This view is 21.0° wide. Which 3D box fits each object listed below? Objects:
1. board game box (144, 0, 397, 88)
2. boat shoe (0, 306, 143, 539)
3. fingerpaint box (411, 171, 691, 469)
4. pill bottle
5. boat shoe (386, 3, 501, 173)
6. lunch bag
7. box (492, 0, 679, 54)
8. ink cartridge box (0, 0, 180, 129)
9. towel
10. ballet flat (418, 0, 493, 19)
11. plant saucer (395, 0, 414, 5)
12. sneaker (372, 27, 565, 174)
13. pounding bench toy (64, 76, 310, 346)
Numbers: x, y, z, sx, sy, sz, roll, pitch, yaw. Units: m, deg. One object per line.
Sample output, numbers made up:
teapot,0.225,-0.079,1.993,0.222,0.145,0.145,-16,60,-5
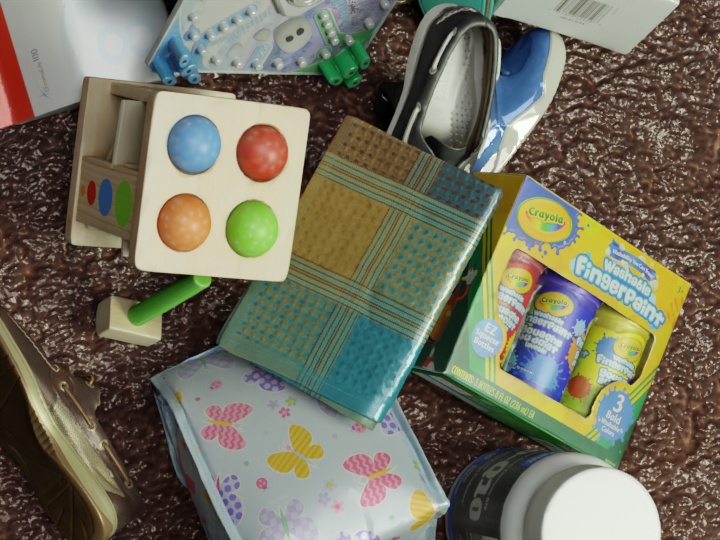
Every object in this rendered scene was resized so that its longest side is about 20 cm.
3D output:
board game box,-0.036,-0.210,1.434,0.199,0.200,0.026,-4,52,-40
boat shoe,-0.228,0.108,1.455,0.072,0.072,0.201,-29,83,-46
fingerpaint box,0.147,0.041,1.526,0.199,0.073,0.168,31,77,-32
pill bottle,0.146,0.194,1.481,0.113,0.200,0.115,1,86,-16
boat shoe,0.062,-0.100,1.469,0.073,0.060,0.202,11,100,-26
lunch bag,-0.049,0.139,1.466,0.168,0.127,0.201,-21,69,-16
box,0.188,-0.295,1.553,0.123,0.097,0.202,15,67,-15
ink cartridge box,-0.250,-0.198,1.470,0.198,0.047,0.162,-18,92,-19
towel,0.000,0.000,1.430,0.146,0.022,0.201,27,84,22
ballet flat,0.067,-0.270,1.511,0.071,0.067,0.201,-71,151,-41
plant saucer,0.007,-0.311,1.563,0.198,0.029,0.202,1,87,-16
sneaker,0.075,-0.133,1.545,0.111,0.077,0.201,37,84,-20
pounding bench toy,-0.130,-0.031,1.421,0.123,0.156,0.202,4,98,-30
